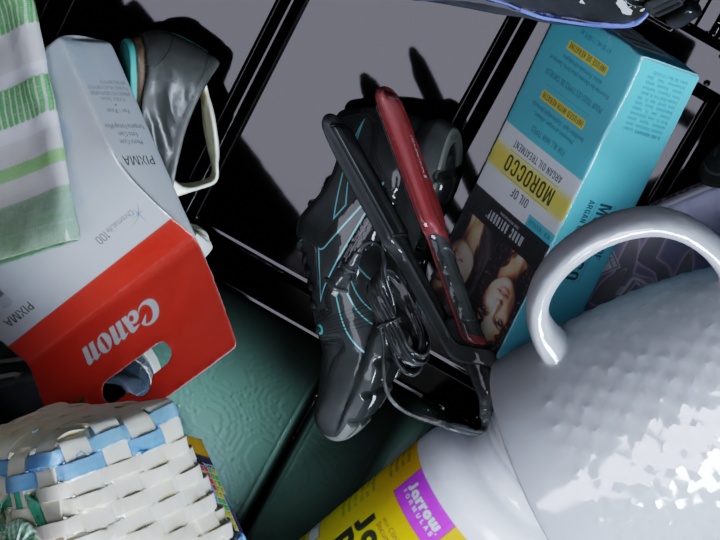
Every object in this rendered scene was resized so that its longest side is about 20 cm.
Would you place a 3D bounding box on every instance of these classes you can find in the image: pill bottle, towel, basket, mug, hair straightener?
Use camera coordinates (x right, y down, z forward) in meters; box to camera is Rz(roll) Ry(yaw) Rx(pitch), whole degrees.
[{"bbox_3d":[0.042,0.163,1.217,0.200,0.104,0.104,-42,95,16],"label":"pill bottle"},{"bbox_3d":[-0.236,-0.099,1.177,0.152,0.023,0.202,-15,84,37],"label":"towel"},{"bbox_3d":[-0.147,0.177,1.128,0.175,0.139,0.202,-10,102,47],"label":"basket"},{"bbox_3d":[0.166,0.056,1.078,0.174,0.148,0.201,-28,113,16],"label":"mug"},{"bbox_3d":[0.021,0.003,1.146,0.076,0.041,0.202,-22,91,17],"label":"hair straightener"}]

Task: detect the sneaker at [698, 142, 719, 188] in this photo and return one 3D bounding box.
[{"bbox_3d":[0.256,0.003,1.143,0.099,0.070,0.201,-26,98,22],"label":"sneaker"}]

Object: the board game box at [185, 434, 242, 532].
[{"bbox_3d":[-0.147,0.222,1.235,0.200,0.057,0.166,-40,61,23],"label":"board game box"}]

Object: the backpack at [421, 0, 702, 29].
[{"bbox_3d":[0.093,-0.239,1.081,0.198,0.154,0.192,8,114,0],"label":"backpack"}]

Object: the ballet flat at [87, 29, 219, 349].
[{"bbox_3d":[-0.119,-0.040,1.209,0.068,0.068,0.202,5,105,-21],"label":"ballet flat"}]

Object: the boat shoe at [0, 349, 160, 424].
[{"bbox_3d":[-0.218,0.096,1.261,0.198,0.062,0.076,-13,104,12],"label":"boat shoe"}]

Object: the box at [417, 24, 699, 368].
[{"bbox_3d":[0.110,-0.043,1.159,0.049,0.082,0.201,12,111,-38],"label":"box"}]

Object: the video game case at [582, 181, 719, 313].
[{"bbox_3d":[0.226,0.045,1.200,0.181,0.023,0.202,-23,100,13],"label":"video game case"}]

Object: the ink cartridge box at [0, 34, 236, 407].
[{"bbox_3d":[-0.172,-0.008,1.175,0.160,0.047,0.201,-35,71,33],"label":"ink cartridge box"}]

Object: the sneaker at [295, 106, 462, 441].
[{"bbox_3d":[0.000,0.000,1.206,0.079,0.075,0.202,18,98,13],"label":"sneaker"}]
